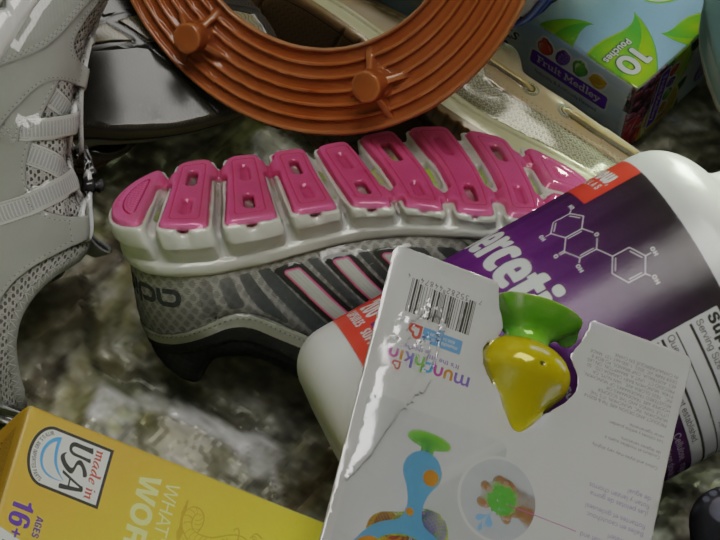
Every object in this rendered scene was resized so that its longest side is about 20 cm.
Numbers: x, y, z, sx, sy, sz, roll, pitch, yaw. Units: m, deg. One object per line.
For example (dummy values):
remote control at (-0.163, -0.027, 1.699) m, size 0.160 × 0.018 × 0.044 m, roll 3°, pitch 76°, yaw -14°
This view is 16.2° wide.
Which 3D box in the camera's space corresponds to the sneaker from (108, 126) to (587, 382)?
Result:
sneaker at (0.000, 0.000, 1.001) m, size 0.199 × 0.088 × 0.074 m, roll -6°, pitch 31°, yaw -13°

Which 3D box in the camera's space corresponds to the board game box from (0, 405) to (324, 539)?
board game box at (-0.045, 0.152, 0.834) m, size 0.199 × 0.040 × 0.154 m, roll 23°, pitch 59°, yaw -18°

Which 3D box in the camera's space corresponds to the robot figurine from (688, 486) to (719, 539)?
robot figurine at (0.206, 0.123, 0.913) m, size 0.150 × 0.125 × 0.201 m, roll -13°, pitch 48°, yaw 18°

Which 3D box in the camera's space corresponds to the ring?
ring at (-0.020, -0.151, 0.982) m, size 0.200 × 0.201 × 0.019 m, roll 33°, pitch 23°, yaw 17°

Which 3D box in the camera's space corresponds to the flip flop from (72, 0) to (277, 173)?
flip flop at (-0.130, -0.068, 1.055) m, size 0.199 × 0.058 × 0.081 m, roll -22°, pitch 73°, yaw -7°

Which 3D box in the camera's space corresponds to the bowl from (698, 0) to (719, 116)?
bowl at (0.218, -0.089, 1.067) m, size 0.200 × 0.105 × 0.202 m, roll 33°, pitch 41°, yaw -35°

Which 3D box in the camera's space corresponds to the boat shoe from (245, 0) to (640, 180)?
boat shoe at (0.041, -0.067, 1.074) m, size 0.200 × 0.072 × 0.065 m, roll 33°, pitch 48°, yaw 10°

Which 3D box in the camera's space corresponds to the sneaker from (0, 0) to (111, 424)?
sneaker at (-0.132, -0.034, 0.990) m, size 0.082 × 0.075 × 0.201 m, roll 22°, pitch 85°, yaw -10°

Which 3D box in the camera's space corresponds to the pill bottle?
pill bottle at (0.084, 0.030, 0.937) m, size 0.199 × 0.113 × 0.113 m, roll -29°, pitch 59°, yaw -5°

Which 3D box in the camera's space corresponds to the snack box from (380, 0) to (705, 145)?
snack box at (0.083, -0.156, 1.161) m, size 0.200 × 0.053 × 0.142 m, roll 36°, pitch 56°, yaw 19°

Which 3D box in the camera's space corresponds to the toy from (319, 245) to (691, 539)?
toy at (0.033, 0.105, 0.838) m, size 0.115 × 0.047 × 0.201 m, roll 21°, pitch 72°, yaw -15°

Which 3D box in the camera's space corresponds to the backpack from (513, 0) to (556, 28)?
backpack at (0.048, -0.201, 1.046) m, size 0.154 × 0.200 × 0.190 m, roll -38°, pitch 71°, yaw -24°
